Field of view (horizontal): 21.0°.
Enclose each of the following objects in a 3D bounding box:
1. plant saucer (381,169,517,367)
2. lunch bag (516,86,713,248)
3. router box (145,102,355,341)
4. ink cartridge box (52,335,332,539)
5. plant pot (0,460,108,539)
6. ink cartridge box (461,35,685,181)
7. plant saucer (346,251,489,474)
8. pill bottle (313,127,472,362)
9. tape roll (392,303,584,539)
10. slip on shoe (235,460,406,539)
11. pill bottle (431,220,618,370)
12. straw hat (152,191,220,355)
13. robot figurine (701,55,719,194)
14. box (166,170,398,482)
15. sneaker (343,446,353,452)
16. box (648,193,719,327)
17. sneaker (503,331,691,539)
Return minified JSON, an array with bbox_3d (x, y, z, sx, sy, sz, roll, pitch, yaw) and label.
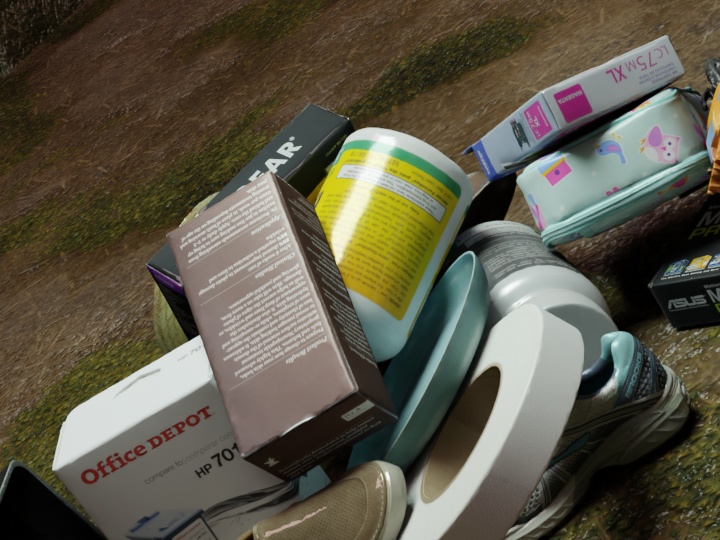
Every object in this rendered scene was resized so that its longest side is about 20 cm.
[{"bbox_3d":[0.066,-0.008,1.659,0.200,0.032,0.200,-52,-14,-19],"label":"plant saucer"},{"bbox_3d":[0.210,-0.079,1.550,0.160,0.077,0.200,-29,-5,17],"label":"lunch bag"},{"bbox_3d":[-0.067,-0.015,1.579,0.051,0.149,0.200,26,64,38],"label":"router box"},{"bbox_3d":[-0.113,0.169,1.460,0.146,0.200,0.086,-30,22,13],"label":"ink cartridge box"},{"bbox_3d":[-0.262,0.300,1.430,0.177,0.200,0.200,-38,18,21],"label":"plant pot"},{"bbox_3d":[0.165,-0.122,1.546,0.119,0.042,0.200,-25,-1,-18],"label":"ink cartridge box"},{"bbox_3d":[0.046,0.080,1.434,0.200,0.027,0.200,-62,6,11],"label":"plant saucer"},{"bbox_3d":[0.000,0.000,1.506,0.113,0.113,0.200,-1,58,55],"label":"pill bottle"},{"bbox_3d":[0.083,0.118,1.317,0.203,0.037,0.203,-58,11,18],"label":"tape roll"},{"bbox_3d":[-0.047,0.196,1.366,0.200,0.061,0.076,-38,46,36],"label":"slip on shoe"},{"bbox_3d":[0.130,0.039,1.515,0.113,0.113,0.200,-34,20,0],"label":"pill bottle"},{"bbox_3d":[-0.094,0.027,1.807,0.085,0.201,0.201,18,52,37],"label":"straw hat"},{"bbox_3d":[0.326,-0.119,1.459,0.145,0.058,0.200,14,44,8],"label":"robot figurine"},{"bbox_3d":[-0.058,0.039,1.405,0.100,0.075,0.200,-30,56,15],"label":"box"},{"bbox_3d":[-0.069,0.137,1.564,0.115,0.200,0.076,-58,44,17],"label":"sneaker"},{"bbox_3d":[0.336,-0.033,1.467,0.200,0.044,0.160,-11,30,45],"label":"box"},{"bbox_3d":[0.131,0.118,1.373,0.200,0.086,0.078,-39,22,-2],"label":"sneaker"}]
